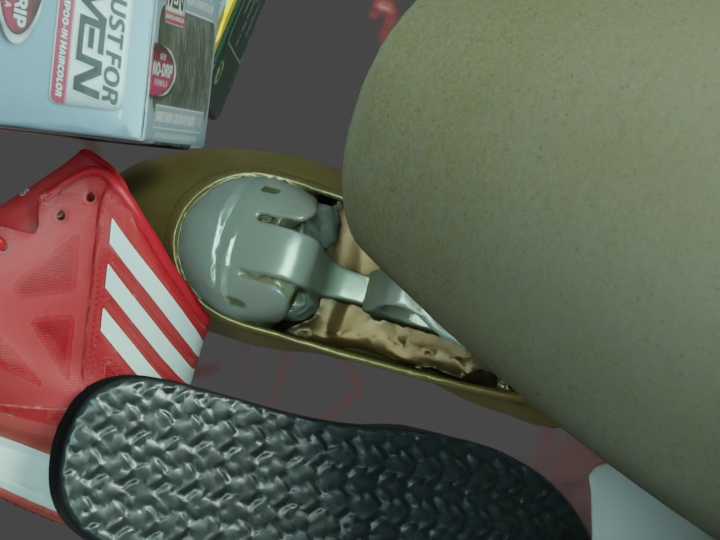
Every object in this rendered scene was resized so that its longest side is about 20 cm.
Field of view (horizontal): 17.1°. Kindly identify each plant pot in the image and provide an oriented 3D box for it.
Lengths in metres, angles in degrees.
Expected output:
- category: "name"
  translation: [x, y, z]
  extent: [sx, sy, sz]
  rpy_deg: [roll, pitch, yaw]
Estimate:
- category: "plant pot"
  translation: [0.101, -0.016, 0.714]
  extent: [0.200, 0.187, 0.188]
  rpy_deg: [23, 84, 27]

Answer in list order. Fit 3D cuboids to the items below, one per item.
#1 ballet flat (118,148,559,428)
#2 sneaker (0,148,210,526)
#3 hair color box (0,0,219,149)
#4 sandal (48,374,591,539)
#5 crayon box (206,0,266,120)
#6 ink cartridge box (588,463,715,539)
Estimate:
- category: "ballet flat"
  translation: [0.000, 0.000, 0.815]
  extent: [0.199, 0.063, 0.069]
  rpy_deg: [15, 86, 6]
- category: "sneaker"
  translation: [-0.143, -0.002, 0.788]
  extent: [0.199, 0.078, 0.116]
  rpy_deg: [25, 93, -18]
- category: "hair color box"
  translation: [-0.153, -0.079, 0.770]
  extent: [0.199, 0.099, 0.061]
  rpy_deg: [6, 93, 7]
- category: "sandal"
  translation: [-0.008, 0.081, 0.799]
  extent: [0.200, 0.048, 0.076]
  rpy_deg: [22, 83, -17]
- category: "crayon box"
  translation: [-0.120, -0.150, 0.848]
  extent: [0.199, 0.052, 0.126]
  rpy_deg: [22, 85, 6]
- category: "ink cartridge box"
  translation: [0.173, 0.124, 0.769]
  extent: [0.199, 0.067, 0.118]
  rpy_deg: [0, 60, 4]
